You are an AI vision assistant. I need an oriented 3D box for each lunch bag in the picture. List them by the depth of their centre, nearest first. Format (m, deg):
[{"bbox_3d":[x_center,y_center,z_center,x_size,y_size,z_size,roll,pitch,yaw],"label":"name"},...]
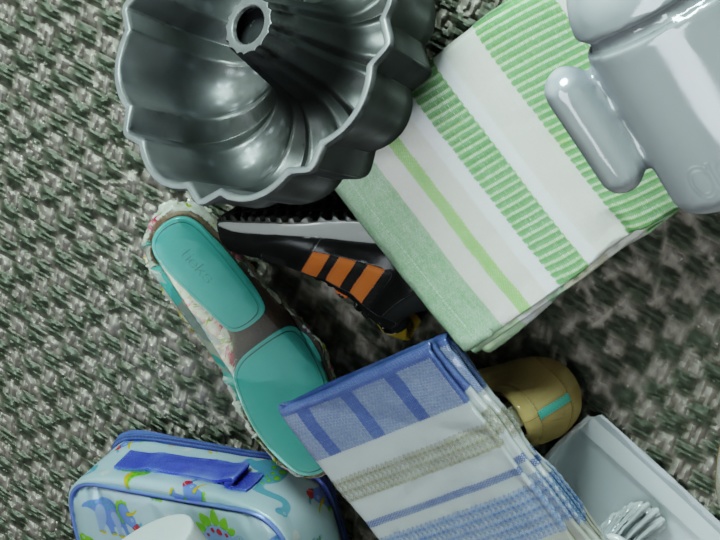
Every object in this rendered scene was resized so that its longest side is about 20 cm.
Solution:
[{"bbox_3d":[-0.098,0.194,1.497,0.199,0.082,0.162,4,123,33],"label":"lunch bag"}]

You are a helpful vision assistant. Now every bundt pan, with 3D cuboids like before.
[{"bbox_3d":[-0.038,-0.125,1.202,0.201,0.076,0.203,-12,70,36],"label":"bundt pan"}]

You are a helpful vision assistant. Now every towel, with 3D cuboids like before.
[{"bbox_3d":[0.091,-0.062,1.197,0.200,0.023,0.153,-37,93,25],"label":"towel"},{"bbox_3d":[0.058,0.133,1.307,0.146,0.024,0.200,-26,109,40],"label":"towel"}]

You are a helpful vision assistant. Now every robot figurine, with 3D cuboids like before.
[{"bbox_3d":[0.178,-0.109,1.085,0.169,0.113,0.201,-33,100,2],"label":"robot figurine"}]

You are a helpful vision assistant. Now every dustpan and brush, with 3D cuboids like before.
[{"bbox_3d":[0.132,0.197,1.355,0.139,0.057,0.200,42,134,4],"label":"dustpan and brush"}]

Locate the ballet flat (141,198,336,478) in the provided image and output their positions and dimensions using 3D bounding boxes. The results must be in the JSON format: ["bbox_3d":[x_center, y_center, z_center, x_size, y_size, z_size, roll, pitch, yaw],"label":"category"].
[{"bbox_3d":[-0.068,0.038,1.392,0.075,0.064,0.201,-29,98,6],"label":"ballet flat"}]

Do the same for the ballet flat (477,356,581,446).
[{"bbox_3d":[0.046,0.097,1.347,0.199,0.063,0.069,-23,98,42],"label":"ballet flat"}]

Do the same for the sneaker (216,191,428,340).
[{"bbox_3d":[0.000,0.000,1.305,0.199,0.070,0.091,2,111,32],"label":"sneaker"}]

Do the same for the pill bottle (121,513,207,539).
[{"bbox_3d":[-0.091,0.260,1.404,0.111,0.111,0.201,-16,113,40],"label":"pill bottle"}]

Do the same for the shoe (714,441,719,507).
[{"bbox_3d":[0.243,0.082,1.207,0.070,0.053,0.201,33,132,13],"label":"shoe"}]
